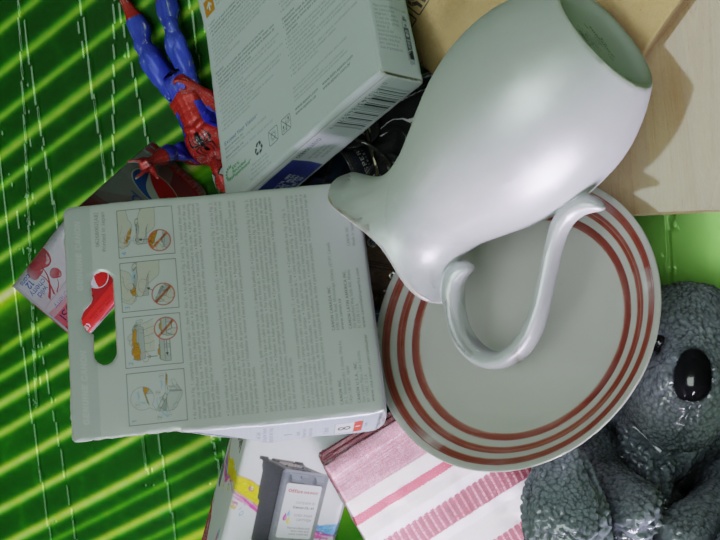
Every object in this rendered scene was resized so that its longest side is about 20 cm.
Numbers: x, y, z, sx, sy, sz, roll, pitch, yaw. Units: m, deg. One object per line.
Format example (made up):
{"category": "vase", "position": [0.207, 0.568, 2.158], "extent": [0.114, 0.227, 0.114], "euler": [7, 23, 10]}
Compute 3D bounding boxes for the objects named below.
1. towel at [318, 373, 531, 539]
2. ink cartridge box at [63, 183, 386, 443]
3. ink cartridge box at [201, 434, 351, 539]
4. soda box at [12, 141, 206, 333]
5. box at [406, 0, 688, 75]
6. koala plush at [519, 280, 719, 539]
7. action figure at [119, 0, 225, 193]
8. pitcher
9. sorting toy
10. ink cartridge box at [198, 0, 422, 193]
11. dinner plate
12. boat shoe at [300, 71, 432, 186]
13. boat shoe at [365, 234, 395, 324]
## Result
{"category": "towel", "position": [0.071, 0.166, 0.951], "extent": [0.143, 0.023, 0.202], "euler": [-30, 117, -7]}
{"category": "ink cartridge box", "position": [-0.089, 0.032, 0.895], "extent": [0.197, 0.050, 0.165], "euler": [-6, 69, -3]}
{"category": "ink cartridge box", "position": [-0.058, 0.152, 1.001], "extent": [0.084, 0.148, 0.203], "euler": [12, 104, -8]}
{"category": "soda box", "position": [-0.177, -0.025, 1.001], "extent": [0.063, 0.200, 0.070], "euler": [40, 111, -6]}
{"category": "box", "position": [0.124, -0.190, 0.876], "extent": [0.163, 0.021, 0.201], "euler": [40, 110, 13]}
{"category": "koala plush", "position": [0.203, 0.099, 0.904], "extent": [0.175, 0.184, 0.203], "euler": [9, 81, 9]}
{"category": "action figure", "position": [-0.152, -0.146, 1.036], "extent": [0.065, 0.099, 0.202], "euler": [-29, 89, 23]}
{"category": "pitcher", "position": [0.094, -0.055, 0.832], "extent": [0.200, 0.121, 0.172], "euler": [-44, 73, 30]}
{"category": "sorting toy", "position": [0.162, -0.139, 0.918], "extent": [0.196, 0.069, 0.203], "euler": [-2, 96, 23]}
{"category": "ink cartridge box", "position": [-0.044, -0.172, 0.962], "extent": [0.199, 0.040, 0.203], "euler": [-34, 59, 46]}
{"category": "dinner plate", "position": [0.100, 0.033, 0.878], "extent": [0.198, 0.024, 0.203], "euler": [-15, 60, 28]}
{"category": "boat shoe", "position": [-0.001, -0.077, 0.996], "extent": [0.199, 0.066, 0.071], "euler": [-31, 85, 24]}
{"category": "boat shoe", "position": [0.000, 0.000, 0.973], "extent": [0.197, 0.072, 0.073], "euler": [-7, 106, 6]}
